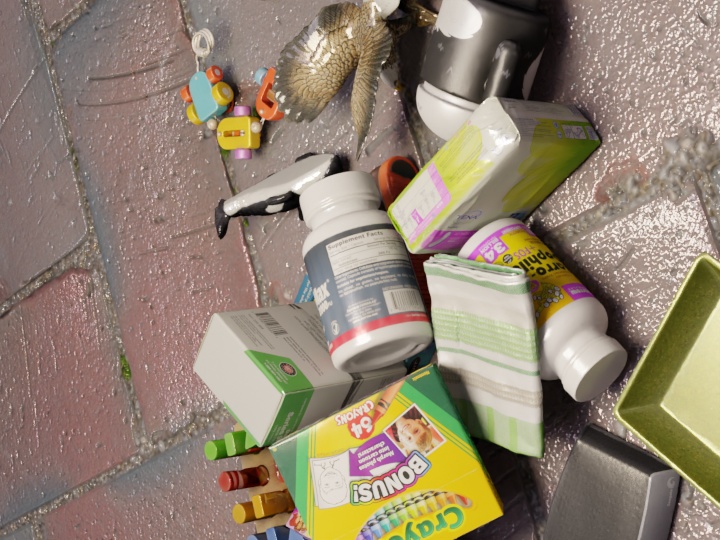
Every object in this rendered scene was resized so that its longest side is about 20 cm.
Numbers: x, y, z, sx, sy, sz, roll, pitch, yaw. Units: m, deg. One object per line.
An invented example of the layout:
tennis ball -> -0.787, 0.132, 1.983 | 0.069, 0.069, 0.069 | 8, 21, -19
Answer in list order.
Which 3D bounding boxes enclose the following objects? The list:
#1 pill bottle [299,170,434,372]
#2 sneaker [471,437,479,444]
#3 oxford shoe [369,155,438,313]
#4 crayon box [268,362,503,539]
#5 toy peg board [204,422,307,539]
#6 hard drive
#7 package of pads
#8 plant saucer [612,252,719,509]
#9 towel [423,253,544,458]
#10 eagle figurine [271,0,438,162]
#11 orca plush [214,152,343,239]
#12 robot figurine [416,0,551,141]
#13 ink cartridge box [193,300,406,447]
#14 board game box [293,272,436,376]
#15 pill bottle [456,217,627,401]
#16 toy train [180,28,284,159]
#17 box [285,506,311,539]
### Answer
pill bottle -> 0.000, 0.000, 1.592 | 0.119, 0.119, 0.203 | -32, 67, 40
sneaker -> 0.118, 0.162, 1.631 | 0.080, 0.075, 0.200 | 52, 131, 10
oxford shoe -> 0.043, -0.029, 1.693 | 0.072, 0.070, 0.203 | -24, 66, 48
crayon box -> 0.028, 0.221, 1.529 | 0.198, 0.058, 0.174 | -27, 87, 5
toy peg board -> -0.103, 0.273, 1.820 | 0.199, 0.097, 0.202 | -25, 74, 42
hard drive -> 0.254, 0.278, 1.507 | 0.134, 0.042, 0.203 | 26, 109, 41
package of pads -> 0.138, -0.100, 1.530 | 0.200, 0.153, 0.069 | -47, 61, 34
plant saucer -> 0.368, 0.117, 1.386 | 0.200, 0.047, 0.202 | 42, 120, 35
towel -> 0.129, 0.089, 1.503 | 0.148, 0.030, 0.203 | 13, 116, 50
eagle figurine -> 0.002, -0.246, 1.667 | 0.151, 0.200, 0.152 | 44, 169, -10
orca plush -> -0.095, -0.082, 1.817 | 0.198, 0.106, 0.071 | -27, 112, 18
robot figurine -> 0.136, -0.234, 1.554 | 0.124, 0.150, 0.203 | 25, 108, 23
ink cartridge box -> -0.067, 0.113, 1.644 | 0.146, 0.198, 0.085 | 44, 123, 34
board game box -> -0.006, 0.084, 1.753 | 0.200, 0.047, 0.152 | 42, 119, 36
pill bottle -> 0.192, 0.043, 1.518 | 0.200, 0.103, 0.105 | 49, 123, 31
toy train -> -0.152, -0.233, 1.886 | 0.199, 0.055, 0.152 | 35, 113, 35
box -> 0.007, 0.269, 1.661 | 0.199, 0.039, 0.138 | 10, 67, 56
